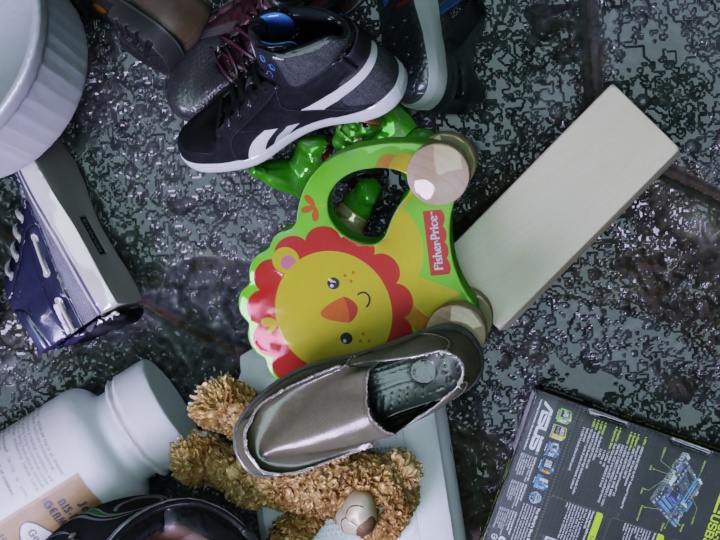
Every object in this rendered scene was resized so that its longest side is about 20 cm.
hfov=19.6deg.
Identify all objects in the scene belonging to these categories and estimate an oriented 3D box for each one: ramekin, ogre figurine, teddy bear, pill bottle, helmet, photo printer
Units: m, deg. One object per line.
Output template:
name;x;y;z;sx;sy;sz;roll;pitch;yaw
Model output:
ramekin;-0.313;-0.166;1.641;0.200;0.098;0.201;-8;71;23
ogre figurine;-0.008;-0.092;1.658;0.200;0.098;0.120;46;111;31
teddy bear;-0.053;0.156;1.612;0.200;0.067;0.145;39;101;-2
pill bottle;-0.233;0.161;1.679;0.200;0.114;0.114;-32;91;6
helmet;-0.175;0.268;1.590;0.200;0.200;0.191;56;140;-1
photo printer;-0.010;0.141;1.682;0.166;0.069;0.200;-10;92;4

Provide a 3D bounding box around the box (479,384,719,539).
box;0.199;0.216;1.684;0.193;0.048;0.200;18;94;1

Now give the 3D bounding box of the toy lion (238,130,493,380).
toy lion;0.000;0.000;1.603;0.192;0.069;0.200;-4;103;10

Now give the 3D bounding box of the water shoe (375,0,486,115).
water shoe;0.057;-0.218;1.662;0.071;0.079;0.200;-14;71;47

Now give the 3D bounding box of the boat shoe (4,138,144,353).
boat shoe;-0.262;-0.027;1.693;0.093;0.075;0.200;-30;81;19

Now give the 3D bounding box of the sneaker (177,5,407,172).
sneaker;-0.075;-0.148;1.587;0.200;0.112;0.073;-19;51;24

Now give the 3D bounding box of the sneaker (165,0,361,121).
sneaker;-0.082;-0.194;1.643;0.200;0.116;0.076;-41;90;6

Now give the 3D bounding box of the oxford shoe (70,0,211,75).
oxford shoe;-0.202;-0.245;1.677;0.200;0.073;0.084;38;77;9

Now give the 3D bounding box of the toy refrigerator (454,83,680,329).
toy refrigerator;0.158;-0.049;1.659;0.076;0.070;0.200;45;95;8

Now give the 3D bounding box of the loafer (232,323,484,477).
loafer;-0.004;0.095;1.539;0.200;0.070;0.075;-27;92;3
